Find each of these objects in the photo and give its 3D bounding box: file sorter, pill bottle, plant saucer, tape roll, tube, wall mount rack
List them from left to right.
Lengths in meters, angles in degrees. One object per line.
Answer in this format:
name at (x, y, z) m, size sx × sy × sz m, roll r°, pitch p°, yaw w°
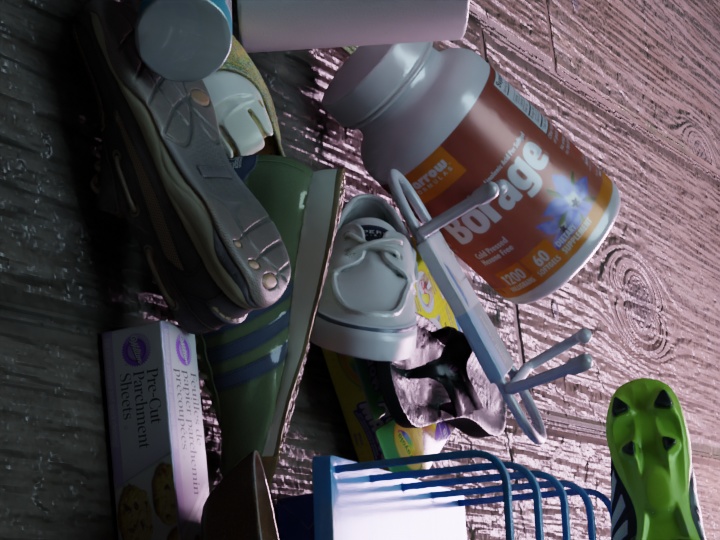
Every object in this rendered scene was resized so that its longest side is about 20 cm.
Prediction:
tube at (-0.094, -0.168, 1.223) m, size 0.050 × 0.078 × 0.200 m, roll 29°, pitch 24°, yaw -16°
plant saucer at (-0.052, 0.193, 1.112) m, size 0.200 × 0.034 × 0.201 m, roll 171°, pitch -90°, yaw -89°
tape roll at (-0.011, -0.235, 1.324) m, size 0.203 × 0.139 × 0.204 m, roll 176°, pitch -90°, yaw -86°
pill bottle at (0.073, -0.078, 1.509) m, size 0.200 × 0.112 × 0.112 m, roll 41°, pitch 36°, yaw -15°
file sorter at (0.069, 0.187, 1.312) m, size 0.200 × 0.122 × 0.139 m, roll 25°, pitch 60°, yaw -62°
wall mount rack at (0.089, 0.011, 1.373) m, size 0.200 × 0.074 × 0.174 m, roll 60°, pitch 10°, yaw 0°

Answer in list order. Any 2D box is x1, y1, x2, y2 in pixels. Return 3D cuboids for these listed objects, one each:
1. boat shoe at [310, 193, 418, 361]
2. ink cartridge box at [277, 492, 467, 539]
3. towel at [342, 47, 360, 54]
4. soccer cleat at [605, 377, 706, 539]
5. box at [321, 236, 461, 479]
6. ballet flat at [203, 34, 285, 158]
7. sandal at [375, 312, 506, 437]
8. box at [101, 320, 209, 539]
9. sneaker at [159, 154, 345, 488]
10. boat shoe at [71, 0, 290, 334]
boat shoe at (0.000, 0.000, 1.359) m, size 0.200 × 0.073 × 0.066 m, roll -109°, pitch -153°, yaw -72°
ink cartridge box at (0.014, 0.193, 1.389) m, size 0.200 × 0.044 × 0.094 m, roll 19°, pitch 63°, yaw -64°
towel at (-0.023, -0.227, 1.537) m, size 0.200 × 0.031 × 0.150 m, roll 29°, pitch 50°, yaw -58°
soccer cleat at (0.183, 0.166, 1.348) m, size 0.081 × 0.067 × 0.201 m, roll 57°, pitch 31°, yaw -67°
box at (0.029, 0.062, 1.486) m, size 0.200 × 0.048 × 0.118 m, roll -50°, pitch 125°, yaw -64°
ballet flat at (-0.068, -0.058, 1.279) m, size 0.071 × 0.070 × 0.201 m, roll -57°, pitch 134°, yaw -59°
sandal at (0.064, 0.067, 1.443) m, size 0.200 × 0.048 × 0.076 m, roll 18°, pitch 64°, yaw -64°
box at (-0.103, 0.129, 1.157) m, size 0.039 × 0.041 × 0.201 m, roll 21°, pitch 61°, yaw -64°
sneaker at (-0.071, 0.028, 1.246) m, size 0.067 × 0.090 × 0.201 m, roll -76°, pitch 179°, yaw -75°
boat shoe at (-0.113, -0.055, 1.183) m, size 0.074 × 0.073 × 0.200 m, roll 9°, pitch 49°, yaw -59°
